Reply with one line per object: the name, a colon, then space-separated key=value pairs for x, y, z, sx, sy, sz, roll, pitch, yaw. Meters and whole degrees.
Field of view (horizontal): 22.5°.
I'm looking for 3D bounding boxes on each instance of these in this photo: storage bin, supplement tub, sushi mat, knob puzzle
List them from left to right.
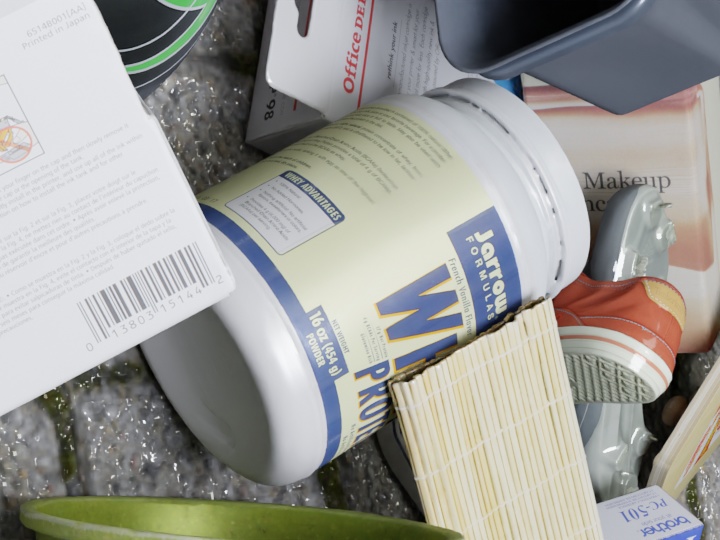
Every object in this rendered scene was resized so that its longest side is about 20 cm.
supplement tub: x=0.000 y=0.000 z=0.899 sx=0.200 sy=0.145 sz=0.145 roll=-30 pitch=102 yaw=-26
sushi mat: x=0.075 y=0.114 z=0.895 sx=0.096 sy=0.012 sz=0.200 roll=-30 pitch=123 yaw=-24
storage bin: x=0.130 y=-0.185 z=0.942 sx=0.134 sy=0.145 sz=0.200 roll=22 pitch=55 yaw=-47
knob puzzle: x=0.216 y=0.071 z=1.122 sx=0.030 sy=0.220 sz=0.220 roll=32 pitch=46 yaw=17

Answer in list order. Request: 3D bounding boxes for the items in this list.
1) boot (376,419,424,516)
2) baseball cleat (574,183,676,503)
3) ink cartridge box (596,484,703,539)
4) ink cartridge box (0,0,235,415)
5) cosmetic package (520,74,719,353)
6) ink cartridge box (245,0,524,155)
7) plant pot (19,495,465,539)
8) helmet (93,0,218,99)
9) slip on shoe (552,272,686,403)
boot: x=0.094 y=0.141 z=1.025 sx=0.200 sy=0.090 sz=0.073 roll=54 pitch=48 yaw=-20
baseball cleat: x=0.125 y=0.041 z=1.055 sx=0.070 sy=0.106 sz=0.200 roll=-17 pitch=117 yaw=-50
ink cartridge box: x=0.090 y=0.187 z=0.980 sx=0.200 sy=0.044 sz=0.094 roll=-13 pitch=125 yaw=-31
ink cartridge box: x=-0.174 y=-0.021 z=0.732 sx=0.200 sy=0.045 sz=0.176 roll=-28 pitch=121 yaw=-8
cosmetic package: x=0.161 y=-0.057 z=1.082 sx=0.087 sy=0.103 sz=0.200 roll=-51 pitch=136 yaw=-57
ink cartridge box: x=0.007 y=-0.108 z=1.021 sx=0.200 sy=0.067 sz=0.116 roll=25 pitch=63 yaw=-38
plant pot: x=-0.058 y=0.202 z=0.808 sx=0.200 sy=0.200 sz=0.184 roll=7 pitch=85 yaw=-43
helmet: x=-0.149 y=-0.153 z=0.796 sx=0.191 sy=0.200 sz=0.200 roll=25 pitch=61 yaw=-62
slip on shoe: x=0.106 y=0.032 z=0.991 sx=0.074 sy=0.200 sz=0.061 roll=39 pitch=71 yaw=-23
